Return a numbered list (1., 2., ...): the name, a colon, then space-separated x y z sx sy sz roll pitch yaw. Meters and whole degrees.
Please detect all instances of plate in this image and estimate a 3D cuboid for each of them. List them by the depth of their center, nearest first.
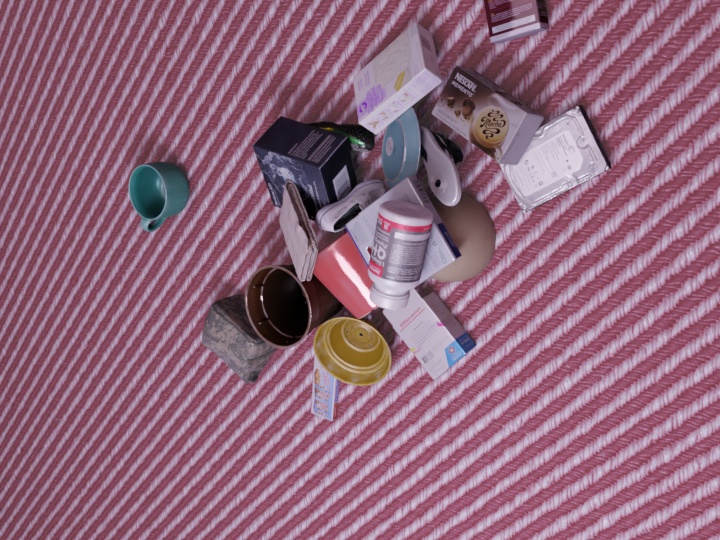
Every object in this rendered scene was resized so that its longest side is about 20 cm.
1. plate: 0.081 -0.261 1.614 0.200 0.025 0.203 180 90 -71

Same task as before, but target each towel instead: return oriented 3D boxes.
1. towel: -0.144 -0.086 1.665 0.133 0.034 0.202 109 145 -50

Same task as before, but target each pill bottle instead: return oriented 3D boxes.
1. pill bottle: 0.075 -0.029 1.483 0.110 0.110 0.203 22 114 27

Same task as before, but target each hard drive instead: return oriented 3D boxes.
1. hard drive: 0.385 -0.221 1.488 0.199 0.038 0.141 -27 87 34

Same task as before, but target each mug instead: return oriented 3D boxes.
1. mug: -0.561 -0.217 2.067 0.184 0.114 0.153 -34 84 35

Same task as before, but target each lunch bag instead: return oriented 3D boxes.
1. lunch bag: -0.332 0.188 2.002 0.199 0.139 0.169 38 119 21

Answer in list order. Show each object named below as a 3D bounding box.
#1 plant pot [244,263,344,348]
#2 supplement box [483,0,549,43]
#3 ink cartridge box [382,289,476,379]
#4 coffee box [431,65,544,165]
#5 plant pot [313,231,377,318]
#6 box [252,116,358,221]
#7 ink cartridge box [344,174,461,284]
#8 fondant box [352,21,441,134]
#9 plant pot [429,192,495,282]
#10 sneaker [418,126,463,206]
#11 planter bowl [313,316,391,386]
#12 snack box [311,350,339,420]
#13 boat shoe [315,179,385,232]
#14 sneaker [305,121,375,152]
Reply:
1. plant pot: -0.146 0.066 1.813 0.198 0.198 0.203 8 106 30
2. supplement box: 0.295 -0.560 1.447 0.108 0.061 0.203 -6 99 33
3. ink cartridge box: 0.157 0.134 1.709 0.201 0.068 0.115 52 123 11
4. coffee box: 0.255 -0.315 1.499 0.200 0.079 0.114 44 120 30
5. plant pot: 0.000 0.000 1.716 0.200 0.200 0.178 -35 91 34
6. box: -0.121 -0.226 1.720 0.198 0.118 0.198 22 148 28
7. ink cartridge box: 0.087 -0.065 1.558 0.199 0.040 0.201 -33 83 35
8. fondant box: 0.075 -0.411 1.591 0.199 0.058 0.146 -34 48 35
9. plant pot: 0.176 -0.063 1.607 0.198 0.134 0.203 9 106 32
10. sneaker: 0.190 -0.219 1.564 0.073 0.111 0.202 -44 56 35
11. planter bowl: -0.009 0.177 1.804 0.198 0.084 0.203 10 123 16
12. snack box: -0.090 0.290 1.938 0.071 0.024 0.203 14 109 29
13. boat shoe: -0.007 -0.138 1.675 0.067 0.199 0.074 32 147 40
14. sneaker: -0.045 -0.299 1.738 0.198 0.078 0.086 15 117 39
